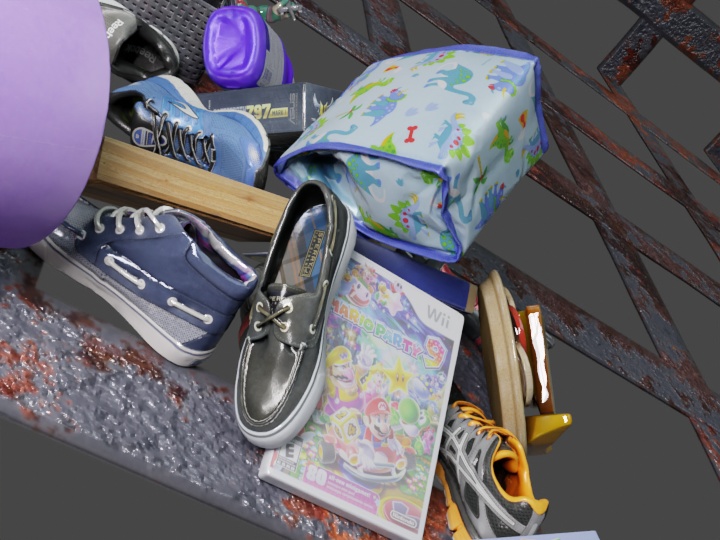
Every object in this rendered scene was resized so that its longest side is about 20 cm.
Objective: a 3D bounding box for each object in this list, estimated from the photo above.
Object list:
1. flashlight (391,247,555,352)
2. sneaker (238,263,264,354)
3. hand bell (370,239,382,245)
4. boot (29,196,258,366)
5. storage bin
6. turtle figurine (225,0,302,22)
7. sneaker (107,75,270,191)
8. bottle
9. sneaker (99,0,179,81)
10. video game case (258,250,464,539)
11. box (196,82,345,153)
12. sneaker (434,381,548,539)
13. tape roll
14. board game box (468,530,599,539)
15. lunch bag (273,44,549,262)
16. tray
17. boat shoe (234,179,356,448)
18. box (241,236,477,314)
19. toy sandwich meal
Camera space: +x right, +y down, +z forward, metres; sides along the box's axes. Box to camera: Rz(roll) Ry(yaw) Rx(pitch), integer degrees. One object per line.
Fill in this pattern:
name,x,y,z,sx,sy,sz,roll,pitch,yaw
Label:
flashlight,0.121,0.032,1.066,0.200,0.068,0.068,46,27,8
sneaker,-0.024,0.044,0.842,0.198,0.071,0.099,17,36,-38
hand bell,0.038,-0.100,1.005,0.103,0.201,0.105,31,27,-18
boot,-0.170,-0.025,0.728,0.199,0.091,0.073,39,26,-4
storage bin,-0.242,-0.309,1.060,0.198,0.094,0.136,26,27,-27
turtle figurine,-0.165,-0.349,1.214,0.149,0.101,0.200,41,3,-40
sneaker,-0.161,-0.117,0.886,0.198,0.080,0.088,29,31,32
bottle,-0.115,-0.224,1.063,0.064,0.085,0.200,3,0,8
sneaker,-0.257,-0.240,0.947,0.198,0.067,0.090,29,5,-28
video game case,0.008,0.093,0.766,0.142,0.018,0.203,29,56,-22
box,-0.056,-0.155,1.029,0.198,0.156,0.052,1,90,-53
sneaker,0.102,0.158,0.835,0.077,0.078,0.202,17,33,-37
tape roll,-0.254,-0.118,0.630,0.084,0.201,0.201,5,43,-51
board game box,0.138,0.279,0.681,0.148,0.037,0.201,2,38,-20
lunch bag,0.043,-0.115,0.870,0.198,0.129,0.170,19,51,32
tray,-0.150,-0.062,0.815,0.198,0.038,0.098,16,-8,-41
boat shoe,-0.054,0.027,0.718,0.057,0.067,0.203,58,42,-56
box,0.000,0.000,0.908,0.198,0.033,0.120,20,-12,-37
toy sandwich meal,0.156,0.093,0.920,0.069,0.208,0.207,-8,34,3
